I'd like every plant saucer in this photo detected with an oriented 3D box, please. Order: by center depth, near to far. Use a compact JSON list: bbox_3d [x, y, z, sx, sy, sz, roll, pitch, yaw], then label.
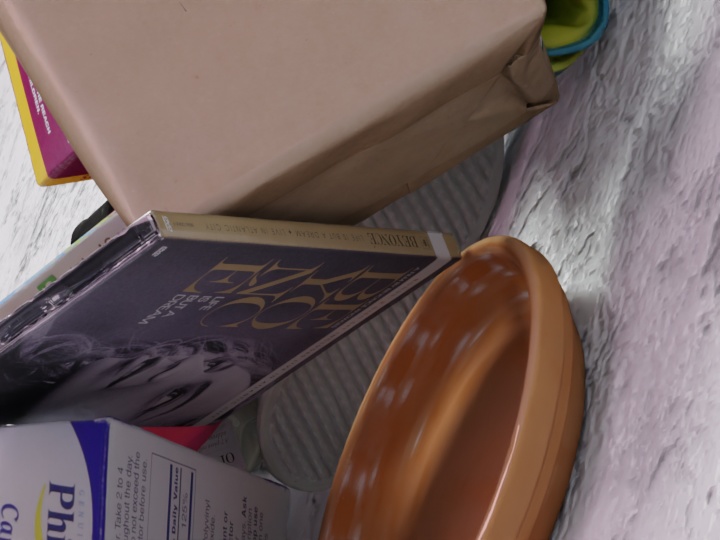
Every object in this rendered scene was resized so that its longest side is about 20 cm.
[{"bbox_3d":[0.038,0.084,1.200,0.200,0.037,0.200,-56,21,34],"label":"plant saucer"}]

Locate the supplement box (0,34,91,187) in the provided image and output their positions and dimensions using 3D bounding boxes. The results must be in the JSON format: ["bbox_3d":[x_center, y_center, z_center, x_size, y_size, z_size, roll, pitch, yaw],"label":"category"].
[{"bbox_3d":[-0.087,-0.128,1.534,0.200,0.131,0.103,-36,67,58],"label":"supplement box"}]

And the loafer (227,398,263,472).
[{"bbox_3d":[-0.054,0.052,1.497,0.070,0.070,0.200,-43,-1,-34],"label":"loafer"}]

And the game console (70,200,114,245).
[{"bbox_3d":[-0.074,-0.007,1.575,0.200,0.119,0.172,144,133,-63],"label":"game console"}]

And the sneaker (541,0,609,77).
[{"bbox_3d":[0.063,-0.123,1.326,0.200,0.131,0.080,-29,-58,-61],"label":"sneaker"}]

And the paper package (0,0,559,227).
[{"bbox_3d":[-0.047,-0.118,1.194,0.191,0.200,0.103,-31,-19,-2],"label":"paper package"}]

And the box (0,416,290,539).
[{"bbox_3d":[-0.112,0.167,1.216,0.200,0.105,0.184,33,-124,-67],"label":"box"}]

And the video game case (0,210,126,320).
[{"bbox_3d":[-0.166,0.034,1.429,0.182,0.022,0.200,-42,0,-39],"label":"video game case"}]

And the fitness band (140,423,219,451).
[{"bbox_3d":[-0.071,0.014,1.321,0.144,0.037,0.200,-45,-20,-47],"label":"fitness band"}]

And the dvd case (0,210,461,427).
[{"bbox_3d":[-0.069,0.023,1.187,0.149,0.200,0.016,-35,70,29],"label":"dvd case"}]

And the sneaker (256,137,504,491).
[{"bbox_3d":[0.000,0.000,1.363,0.200,0.074,0.082,-62,12,4],"label":"sneaker"}]

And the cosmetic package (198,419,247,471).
[{"bbox_3d":[-0.144,0.139,1.406,0.051,0.200,0.083,-13,95,66],"label":"cosmetic package"}]
